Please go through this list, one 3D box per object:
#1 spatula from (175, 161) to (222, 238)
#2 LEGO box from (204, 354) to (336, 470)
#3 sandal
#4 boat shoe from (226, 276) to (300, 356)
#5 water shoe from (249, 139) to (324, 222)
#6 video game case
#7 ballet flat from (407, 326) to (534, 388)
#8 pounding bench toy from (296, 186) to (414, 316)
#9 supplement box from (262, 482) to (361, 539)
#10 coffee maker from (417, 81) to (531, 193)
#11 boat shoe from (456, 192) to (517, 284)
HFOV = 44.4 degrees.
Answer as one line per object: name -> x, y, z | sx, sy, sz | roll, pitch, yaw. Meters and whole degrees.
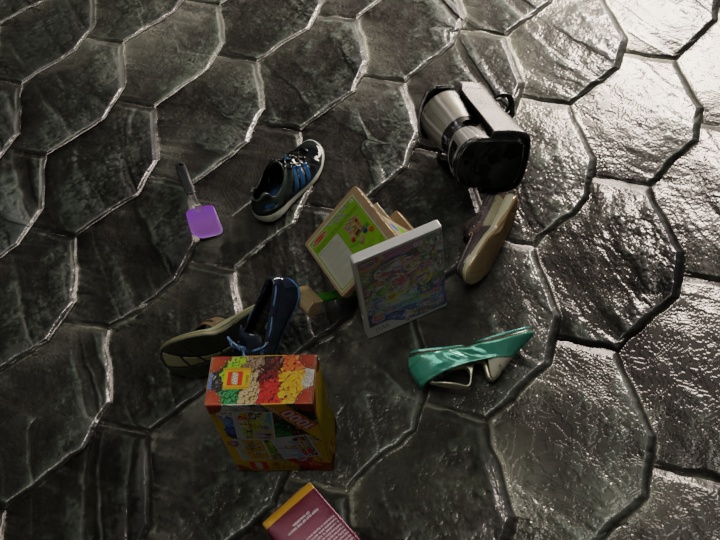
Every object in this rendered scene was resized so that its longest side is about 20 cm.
spatula -> -0.308, -0.135, 1.625 | 0.056, 0.021, 0.201 | -15, 50, -18
LEGO box -> -0.120, 0.203, 1.238 | 0.146, 0.201, 0.078 | -2, 52, 7
sandal -> -0.224, 0.107, 1.413 | 0.199, 0.081, 0.057 | -23, 31, -13
boat shoe -> -0.165, 0.099, 1.360 | 0.083, 0.068, 0.203 | 16, 85, 37
water shoe -> -0.128, -0.176, 1.593 | 0.071, 0.079, 0.201 | 19, 59, 21
video game case -> 0.062, 0.018, 1.346 | 0.142, 0.201, 0.018 | -23, 54, -9
ballet flat -> 0.171, 0.139, 1.336 | 0.197, 0.067, 0.071 | -13, 77, -1
pounding bench toy -> 0.000, 0.000, 1.414 | 0.200, 0.155, 0.125 | -48, 55, 13
supplement box -> -0.028, 0.391, 1.143 | 0.085, 0.111, 0.200 | -37, 57, -18
coffee maker -> 0.216, -0.240, 1.532 | 0.190, 0.136, 0.201 | -23, 41, -3
boat shoe -> 0.200, -0.058, 1.466 | 0.064, 0.072, 0.201 | 17, 54, 26
